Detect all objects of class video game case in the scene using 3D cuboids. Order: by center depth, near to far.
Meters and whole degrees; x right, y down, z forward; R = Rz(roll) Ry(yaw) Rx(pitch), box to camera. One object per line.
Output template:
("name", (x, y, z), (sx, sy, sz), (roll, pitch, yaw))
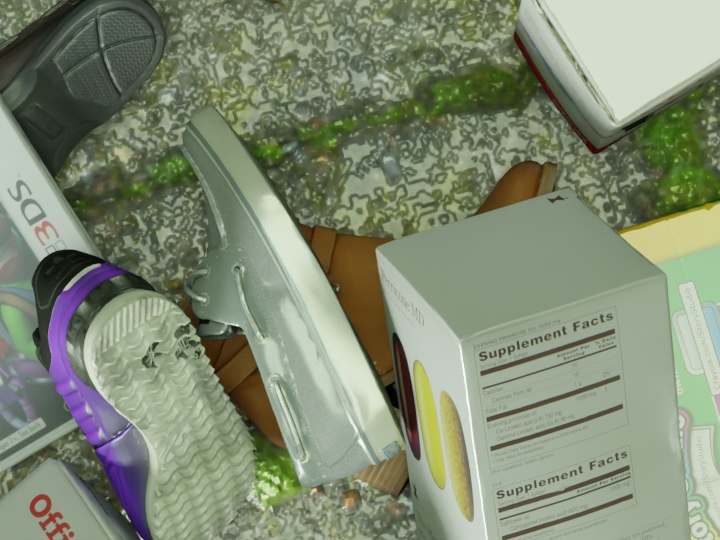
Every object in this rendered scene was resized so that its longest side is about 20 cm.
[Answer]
("video game case", (-0.228, 0.029, 1.493), (0.200, 0.023, 0.182), (-30, 111, 1))

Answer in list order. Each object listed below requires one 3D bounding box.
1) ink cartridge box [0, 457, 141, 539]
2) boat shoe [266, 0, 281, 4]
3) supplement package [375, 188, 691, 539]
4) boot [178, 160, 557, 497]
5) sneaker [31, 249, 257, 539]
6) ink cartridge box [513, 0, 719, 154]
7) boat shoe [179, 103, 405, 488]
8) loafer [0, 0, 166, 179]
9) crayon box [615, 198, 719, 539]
("ink cartridge box", (-0.178, 0.217, 1.462), (0.200, 0.084, 0.146), (-41, 53, 1))
("boat shoe", (-0.084, -0.232, 1.498), (0.063, 0.073, 0.201), (-33, 82, 5))
("supplement package", (0.088, 0.080, 1.425), (0.109, 0.114, 0.200), (-17, 119, -15))
("boot", (0.000, 0.000, 1.498), (0.155, 0.074, 0.200), (31, 88, 5))
("sneaker", (-0.118, 0.061, 1.474), (0.070, 0.200, 0.099), (-37, 50, -22))
("ink cartridge box", (0.157, -0.134, 1.429), (0.147, 0.200, 0.086), (-32, 90, 1))
("boat shoe", (-0.051, 0.015, 1.439), (0.071, 0.070, 0.201), (-28, 81, 0))
("loafer", (-0.186, -0.078, 1.513), (0.200, 0.063, 0.072), (-39, 120, 5))
("crayon box", (0.215, 0.058, 1.500), (0.172, 0.058, 0.200), (-17, 90, 2))
